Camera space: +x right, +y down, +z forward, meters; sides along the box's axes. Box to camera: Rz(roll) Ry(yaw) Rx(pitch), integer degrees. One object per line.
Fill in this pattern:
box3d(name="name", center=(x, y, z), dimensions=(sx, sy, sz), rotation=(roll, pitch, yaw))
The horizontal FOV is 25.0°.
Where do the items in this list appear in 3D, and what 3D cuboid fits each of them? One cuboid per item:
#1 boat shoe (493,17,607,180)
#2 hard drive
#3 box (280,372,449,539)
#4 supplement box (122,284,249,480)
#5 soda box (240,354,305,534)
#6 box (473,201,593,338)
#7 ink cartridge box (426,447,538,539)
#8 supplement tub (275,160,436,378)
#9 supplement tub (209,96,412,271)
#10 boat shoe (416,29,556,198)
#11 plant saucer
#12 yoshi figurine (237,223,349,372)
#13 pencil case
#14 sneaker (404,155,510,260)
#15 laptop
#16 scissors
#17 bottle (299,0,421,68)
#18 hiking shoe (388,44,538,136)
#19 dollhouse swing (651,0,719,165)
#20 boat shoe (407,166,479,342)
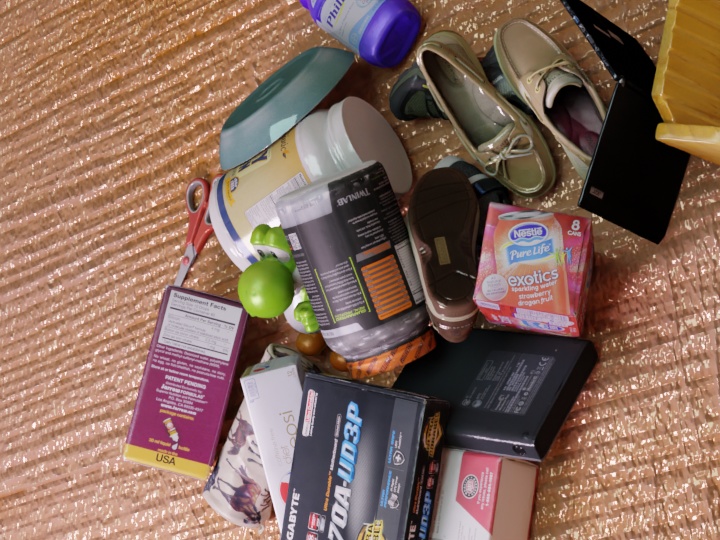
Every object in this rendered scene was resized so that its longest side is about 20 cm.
box3d(name="boat shoe", center=(0.204, -0.181, 1.641), dimensions=(0.074, 0.066, 0.201), rotation=(-36, 77, -2))
box3d(name="hard drive", center=(0.124, 0.119, 1.638), dimensions=(0.198, 0.033, 0.140), rotation=(5, 48, 39))
box3d(name="box", center=(0.001, 0.214, 1.627), dimensions=(0.158, 0.046, 0.203), rotation=(10, 91, 38))
box3d(name="supplement box", center=(-0.196, 0.126, 1.844), dimensions=(0.102, 0.131, 0.203), rotation=(15, 86, -4))
box3d(name="soda box", center=(-0.072, 0.197, 1.731), dimensions=(0.063, 0.068, 0.203), rotation=(-13, 96, 3))
box3d(name="box", center=(0.170, 0.003, 1.559), dimensions=(0.098, 0.200, 0.097), rotation=(10, 84, 11))
box3d(name="ink cartridge box", center=(0.071, 0.254, 1.656), dimensions=(0.198, 0.085, 0.150), rotation=(4, 81, 38))
box3d(name="supplement tub", center=(0.000, 0.000, 1.659), dimensions=(0.121, 0.122, 0.202), rotation=(-16, 97, 33))
box3d(name="supplement tub", center=(-0.055, -0.088, 1.798), dimensions=(0.199, 0.144, 0.146), rotation=(-33, 61, 26))
box3d(name="boat shoe", center=(0.126, -0.155, 1.665), dimensions=(0.073, 0.063, 0.202), rotation=(-31, 98, 23))
box3d(name="plant saucer", center=(-0.093, -0.194, 1.841), dimensions=(0.199, 0.036, 0.200), rotation=(-37, 16, 13))
box3d(name="yoshi figurine", center=(-0.075, 0.038, 1.738), dimensions=(0.111, 0.201, 0.113), rotation=(-23, 45, 10))
box3d(name="pencil case", center=(-0.102, 0.188, 1.806), dimensions=(0.089, 0.078, 0.202), rotation=(26, 97, 2))
box3d(name="sneaker", center=(0.088, -0.014, 1.717), dimensions=(0.111, 0.073, 0.202), rotation=(32, 97, 39))
box3d(name="laptop", center=(0.241, -0.149, 1.569), dimensions=(0.103, 0.177, 0.201), rotation=(-41, 59, 21))
box3d(name="scissors", center=(-0.203, -0.021, 1.976), dimensions=(0.073, 0.014, 0.203), rotation=(9, 83, 36))
box3d(name="bottle", center=(-0.017, -0.311, 1.875), dimensions=(0.200, 0.065, 0.084), rotation=(41, 105, 36))
box3d(name="hiking shoe", center=(0.114, -0.178, 1.736), dimensions=(0.198, 0.075, 0.102), rotation=(-12, 68, 33))
box3d(name="dollhouse swing", center=(0.399, -0.198, 1.477), dimensions=(0.175, 0.180, 0.203), rotation=(4, 80, 58))
box3d(name="boat shoe", center=(0.085, -0.014, 1.639), dimensions=(0.074, 0.075, 0.204), rotation=(-3, 47, 5))
